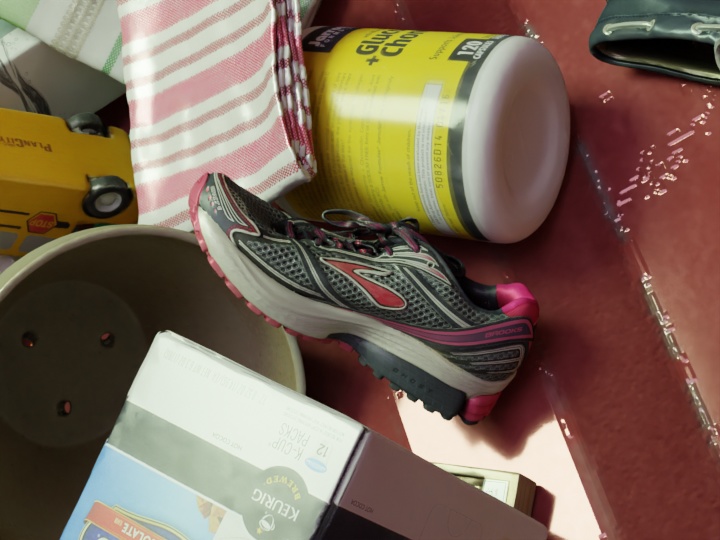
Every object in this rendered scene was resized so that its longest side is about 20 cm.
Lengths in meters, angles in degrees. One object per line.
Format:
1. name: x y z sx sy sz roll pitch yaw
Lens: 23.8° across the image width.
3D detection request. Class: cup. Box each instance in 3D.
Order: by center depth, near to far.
1. cup: -0.150 0.066 0.966 0.201 0.200 0.143 -62 27 -5

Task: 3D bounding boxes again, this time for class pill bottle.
1. pill bottle: 0.009 -0.080 0.962 0.199 0.112 0.113 8 74 31

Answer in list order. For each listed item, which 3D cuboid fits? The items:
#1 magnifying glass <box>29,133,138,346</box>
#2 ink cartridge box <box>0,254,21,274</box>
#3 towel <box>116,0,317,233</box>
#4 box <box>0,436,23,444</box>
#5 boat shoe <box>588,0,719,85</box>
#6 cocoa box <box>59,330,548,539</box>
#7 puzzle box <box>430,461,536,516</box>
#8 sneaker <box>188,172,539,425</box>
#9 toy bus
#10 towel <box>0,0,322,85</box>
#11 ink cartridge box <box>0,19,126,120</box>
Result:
1. magnifying glass: -0.157 -0.013 1.087 0.079 0.022 0.201 31 89 35
2. ink cartridge box: -0.292 -0.007 1.133 0.116 0.068 0.200 -49 55 3
3. towel: -0.090 -0.124 0.958 0.146 0.030 0.202 -22 70 44
4. box: -0.297 0.105 1.061 0.199 0.117 0.049 7 76 33
5. boat shoe: 0.204 -0.113 0.886 0.199 0.075 0.062 26 83 36
6. cocoa box: -0.025 0.136 0.810 0.133 0.200 0.132 22 83 35
7. puzzle box: 0.012 0.198 0.901 0.132 0.025 0.202 2 72 31
8. sneaker: 0.000 0.000 0.900 0.075 0.199 0.081 -57 15 19
9. toy bus: -0.229 -0.055 1.023 0.078 0.199 0.065 -52 49 33
10. towel: -0.121 -0.185 1.051 0.150 0.199 0.031 -67 12 -9
11. ink cartridge box: -0.236 -0.154 1.112 0.199 0.084 0.146 -36 55 -14
